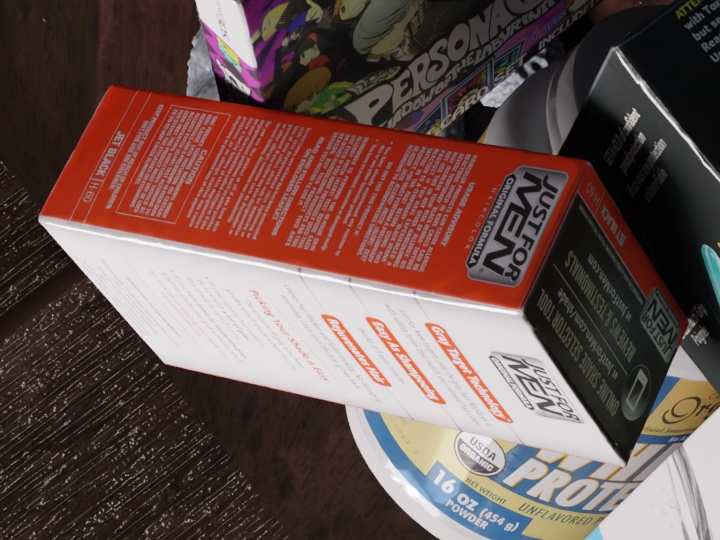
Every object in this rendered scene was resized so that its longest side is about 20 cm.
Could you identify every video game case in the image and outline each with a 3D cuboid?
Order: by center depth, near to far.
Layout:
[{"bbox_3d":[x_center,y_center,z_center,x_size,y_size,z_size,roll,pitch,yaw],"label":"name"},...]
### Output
[{"bbox_3d":[0.033,-0.116,1.064,0.036,0.200,0.182,45,165,23],"label":"video game case"}]

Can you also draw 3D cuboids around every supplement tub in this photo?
[{"bbox_3d":[0.092,0.008,1.169,0.145,0.144,0.200,50,137,16],"label":"supplement tub"}]

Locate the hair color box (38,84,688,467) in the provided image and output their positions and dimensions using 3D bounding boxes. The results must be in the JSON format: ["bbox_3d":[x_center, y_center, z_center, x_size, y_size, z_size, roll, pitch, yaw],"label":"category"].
[{"bbox_3d":[0.000,0.000,1.022,0.199,0.061,0.102,12,154,34],"label":"hair color box"}]

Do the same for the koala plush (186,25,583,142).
[{"bbox_3d":[0.039,-0.062,1.323,0.199,0.184,0.178,31,-160,-35],"label":"koala plush"}]

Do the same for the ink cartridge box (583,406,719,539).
[{"bbox_3d":[0.164,0.107,1.109,0.200,0.066,0.116,-52,55,45],"label":"ink cartridge box"}]

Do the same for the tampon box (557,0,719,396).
[{"bbox_3d":[0.178,-0.010,0.984,0.200,0.126,0.150,52,168,8],"label":"tampon box"}]
